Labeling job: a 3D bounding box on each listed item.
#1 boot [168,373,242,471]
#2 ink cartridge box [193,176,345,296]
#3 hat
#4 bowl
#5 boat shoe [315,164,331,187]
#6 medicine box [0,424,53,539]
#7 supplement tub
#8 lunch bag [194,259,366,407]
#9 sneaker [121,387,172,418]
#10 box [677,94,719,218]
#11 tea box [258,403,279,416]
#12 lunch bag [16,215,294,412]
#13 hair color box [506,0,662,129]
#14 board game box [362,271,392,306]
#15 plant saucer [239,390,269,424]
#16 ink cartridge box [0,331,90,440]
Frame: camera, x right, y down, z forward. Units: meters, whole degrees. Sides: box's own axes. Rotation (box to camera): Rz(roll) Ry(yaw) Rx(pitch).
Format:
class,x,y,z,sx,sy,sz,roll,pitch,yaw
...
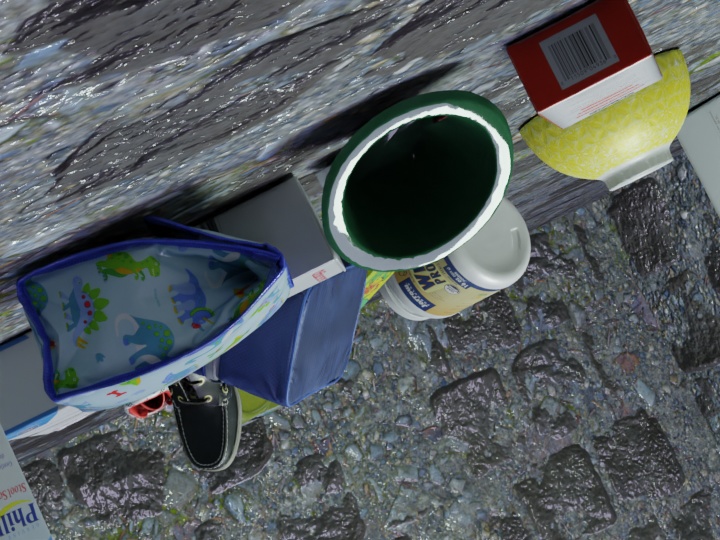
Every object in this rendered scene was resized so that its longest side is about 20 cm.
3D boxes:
class,x,y,z,sx,sy,sz,roll,pitch,yaw
boot,-0.179,0.102,1.712,0.073,0.204,0.154,-6,177,16
ink cartridge box,-0.122,0.003,1.507,0.200,0.084,0.145,-26,176,0
hat,0.015,-0.111,1.392,0.165,0.176,0.200,-23,138,-10
bowl,0.290,-0.153,1.931,0.200,0.108,0.200,-26,177,-2
boat shoe,0.023,-0.081,1.531,0.068,0.057,0.200,-27,176,21
medicine box,-0.391,0.199,1.497,0.182,0.201,0.103,-28,175,32
supplement tub,0.124,-0.018,2.382,0.144,0.145,0.200,-23,175,-38
lunch bag,-0.092,0.044,1.673,0.132,0.136,0.200,16,-168,18
sneaker,-0.251,0.111,1.927,0.067,0.108,0.201,-25,176,-6
box,0.677,-0.219,2.904,0.199,0.200,0.171,-24,174,-37
tea box,-0.210,0.240,3.717,0.196,0.134,0.200,-27,176,6
lunch bag,-0.150,0.027,1.342,0.199,0.128,0.170,-16,175,-2
hair color box,0.185,-0.168,1.404,0.101,0.061,0.200,-27,175,11
board game box,0.000,0.000,2.081,0.200,0.048,0.102,-48,168,20
plant saucer,-0.128,0.099,2.077,0.031,0.201,0.200,16,-163,26
ink cartridge box,-0.291,0.101,1.709,0.144,0.084,0.200,-26,175,3
